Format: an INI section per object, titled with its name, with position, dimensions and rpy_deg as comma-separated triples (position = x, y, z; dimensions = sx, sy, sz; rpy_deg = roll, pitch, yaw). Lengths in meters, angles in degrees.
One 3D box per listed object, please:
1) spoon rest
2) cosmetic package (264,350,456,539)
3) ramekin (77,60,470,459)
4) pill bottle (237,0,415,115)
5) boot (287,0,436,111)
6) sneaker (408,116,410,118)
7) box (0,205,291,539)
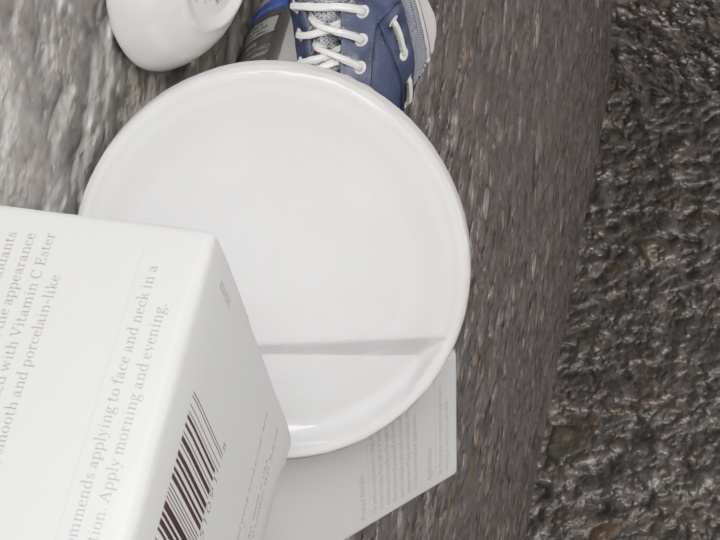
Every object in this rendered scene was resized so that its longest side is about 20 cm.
[spoon rest]
position = -0.071, -0.191, 0.932
dimensions = 0.201, 0.060, 0.100
rpy_deg = -54, 145, -22
[cosmetic package]
position = -0.041, 0.106, 0.997
dimensions = 0.199, 0.074, 0.102
rpy_deg = -25, 134, -26
[ramekin]
position = -0.042, -0.013, 0.905
dimensions = 0.094, 0.200, 0.204
rpy_deg = -81, 174, -72
[pill bottle]
position = -0.035, -0.065, 1.071
dimensions = 0.114, 0.113, 0.201
rpy_deg = 78, 22, -56
[boot]
position = -0.007, -0.129, 0.935
dimensions = 0.200, 0.072, 0.091
rpy_deg = 50, 53, -62
[sneaker]
position = 0.000, 0.000, 1.161
dimensions = 0.109, 0.070, 0.201
rpy_deg = 47, 60, -35
[box]
position = -0.123, 0.110, 0.721
dimensions = 0.201, 0.129, 0.201
rpy_deg = 76, 24, -60
